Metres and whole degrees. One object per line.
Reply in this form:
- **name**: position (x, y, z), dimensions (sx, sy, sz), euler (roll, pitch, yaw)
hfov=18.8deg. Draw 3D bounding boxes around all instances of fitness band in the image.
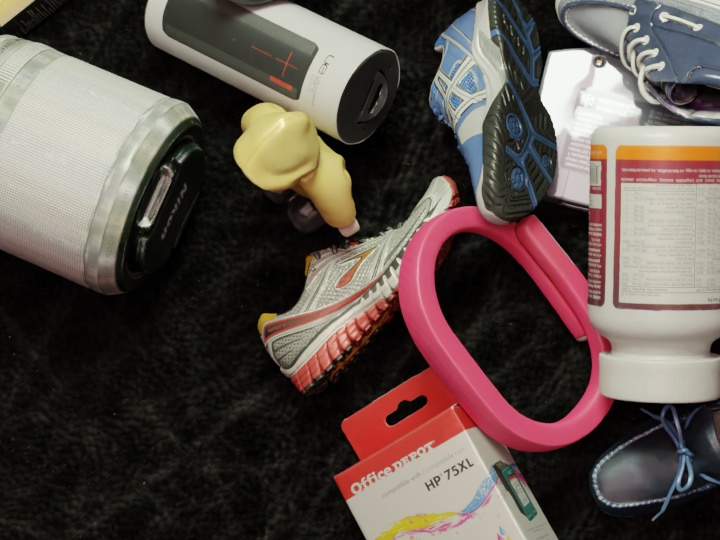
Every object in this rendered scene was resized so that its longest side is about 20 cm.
- **fitness band**: position (0.112, 0.042, 1.631), dimensions (0.144, 0.037, 0.200), euler (-43, 99, -31)

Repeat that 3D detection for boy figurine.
- **boy figurine**: position (-0.047, -0.075, 1.635), dimensions (0.064, 0.200, 0.124), euler (-42, 83, 1)

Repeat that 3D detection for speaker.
- **speaker**: position (-0.068, -0.172, 1.685), dimensions (0.200, 0.081, 0.081), euler (29, 86, 27)

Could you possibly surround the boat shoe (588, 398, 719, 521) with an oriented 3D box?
- **boat shoe**: position (0.262, 0.123, 1.631), dimensions (0.200, 0.069, 0.084), euler (-28, 79, 3)

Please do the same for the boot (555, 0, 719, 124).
- **boot**: position (0.222, -0.166, 1.617), dimensions (0.200, 0.073, 0.090), euler (14, 49, 30)

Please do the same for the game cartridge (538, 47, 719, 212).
- **game cartridge**: position (0.230, -0.100, 1.685), dimensions (0.200, 0.040, 0.133), euler (15, 88, 9)

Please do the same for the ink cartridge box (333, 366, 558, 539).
- **ink cartridge box**: position (0.063, 0.178, 1.636), dimensions (0.116, 0.067, 0.200), euler (-33, 79, 20)

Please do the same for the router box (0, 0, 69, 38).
- **router box**: position (-0.314, -0.289, 1.774), dimensions (0.157, 0.052, 0.200), euler (-39, 79, 1)

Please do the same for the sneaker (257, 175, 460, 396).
- **sneaker**: position (0.000, 0.000, 1.679), dimensions (0.082, 0.078, 0.200), euler (44, 89, 12)

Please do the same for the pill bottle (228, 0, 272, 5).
- **pill bottle**: position (-0.109, -0.300, 1.681), dimensions (0.112, 0.112, 0.200), euler (-29, 52, 3)

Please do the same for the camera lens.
- **camera lens**: position (-0.232, -0.083, 1.679), dimensions (0.200, 0.160, 0.160), euler (23, 85, 10)

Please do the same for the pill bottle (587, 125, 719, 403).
- **pill bottle**: position (0.223, -0.007, 1.606), dimensions (0.109, 0.110, 0.200), euler (1, 94, 8)

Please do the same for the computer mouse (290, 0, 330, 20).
- **computer mouse**: position (-0.048, -0.203, 1.742), dimensions (0.059, 0.034, 0.200), euler (-25, 74, 25)

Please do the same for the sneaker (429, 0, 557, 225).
- **sneaker**: position (0.099, -0.117, 1.668), dimensions (0.077, 0.076, 0.200), euler (-25, 49, 34)
